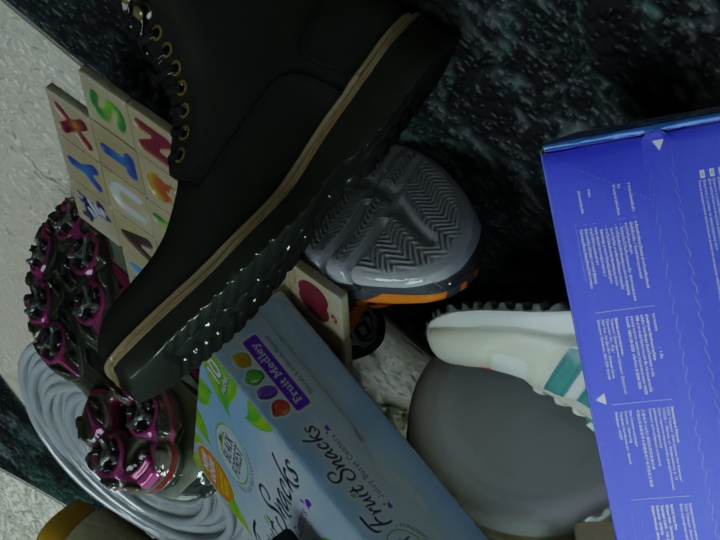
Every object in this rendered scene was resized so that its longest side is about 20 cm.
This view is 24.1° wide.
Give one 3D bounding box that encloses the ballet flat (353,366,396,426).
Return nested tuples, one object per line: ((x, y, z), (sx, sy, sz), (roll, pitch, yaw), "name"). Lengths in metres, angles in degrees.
((-0.018, 0.084, 0.950), (0.070, 0.071, 0.201), (-3, 131, 46), "ballet flat")

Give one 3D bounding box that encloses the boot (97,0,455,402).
((-0.073, -0.059, 0.702), (0.138, 0.200, 0.078), (38, 160, 7), "boot")

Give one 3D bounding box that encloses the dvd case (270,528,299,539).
((0.006, 0.216, 0.808), (0.143, 0.017, 0.201), (48, 161, 23), "dvd case")

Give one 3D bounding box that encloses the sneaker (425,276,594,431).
((0.114, 0.054, 0.727), (0.198, 0.070, 0.094), (0, 98, 34), "sneaker")

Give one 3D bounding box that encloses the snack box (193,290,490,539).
((-0.001, 0.125, 0.793), (0.200, 0.053, 0.143), (50, 155, 18), "snack box")

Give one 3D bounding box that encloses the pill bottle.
((0.077, 0.126, 0.853), (0.115, 0.116, 0.201), (26, 146, 17), "pill bottle")

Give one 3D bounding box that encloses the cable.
((-0.122, 0.101, 1.064), (0.199, 0.069, 0.201), (17, 142, 31), "cable")

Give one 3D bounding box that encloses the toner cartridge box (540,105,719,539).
((0.137, 0.040, 0.649), (0.094, 0.043, 0.202), (-8, 98, 26), "toner cartridge box")

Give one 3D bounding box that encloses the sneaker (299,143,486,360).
((0.000, 0.000, 0.823), (0.199, 0.078, 0.112), (16, 148, 48), "sneaker")

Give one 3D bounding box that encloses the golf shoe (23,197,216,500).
((-0.127, 0.046, 0.949), (0.073, 0.092, 0.201), (-43, 55, 25), "golf shoe")

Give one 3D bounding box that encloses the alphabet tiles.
((-0.078, -0.009, 0.823), (0.199, 0.006, 0.167), (35, 151, 25), "alphabet tiles")

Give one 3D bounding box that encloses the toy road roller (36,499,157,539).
((-0.147, 0.236, 1.193), (0.122, 0.146, 0.201), (34, 137, 20), "toy road roller")

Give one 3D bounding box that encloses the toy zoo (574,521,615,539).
((0.163, 0.176, 0.813), (0.130, 0.021, 0.201), (-1, 143, 2), "toy zoo")
